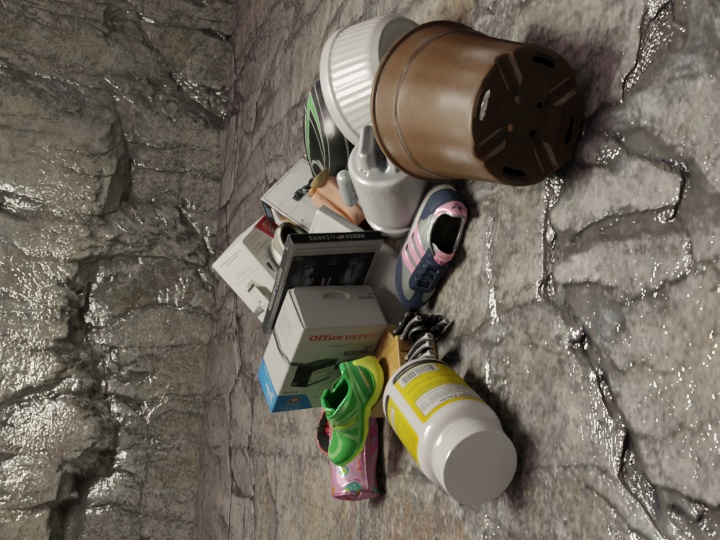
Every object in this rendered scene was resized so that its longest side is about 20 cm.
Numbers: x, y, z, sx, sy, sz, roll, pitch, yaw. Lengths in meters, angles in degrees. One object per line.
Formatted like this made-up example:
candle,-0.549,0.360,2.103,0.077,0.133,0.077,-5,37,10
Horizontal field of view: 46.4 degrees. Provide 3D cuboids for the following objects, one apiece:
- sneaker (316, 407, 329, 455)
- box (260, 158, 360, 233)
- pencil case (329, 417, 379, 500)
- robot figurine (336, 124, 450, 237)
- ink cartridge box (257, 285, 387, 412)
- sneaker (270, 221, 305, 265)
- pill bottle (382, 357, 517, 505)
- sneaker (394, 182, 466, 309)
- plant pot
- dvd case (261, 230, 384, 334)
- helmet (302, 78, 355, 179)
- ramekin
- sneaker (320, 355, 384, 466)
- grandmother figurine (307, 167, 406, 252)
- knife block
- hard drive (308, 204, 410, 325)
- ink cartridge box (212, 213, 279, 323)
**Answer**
sneaker,-0.040,0.252,1.529,0.087,0.073,0.202,70,-157,-54
box,-0.066,-0.100,1.491,0.117,0.199,0.060,-47,-24,-20
pencil case,-0.009,0.281,1.409,0.087,0.086,0.203,137,138,-62
robot figurine,0.048,-0.127,1.242,0.201,0.167,0.114,66,-152,-51
ink cartridge box,-0.062,0.123,1.310,0.084,0.143,0.201,65,145,39
sneaker,-0.078,-0.005,1.427,0.200,0.074,0.080,40,153,15
pill bottle,0.108,0.197,1.046,0.200,0.113,0.116,-134,53,-66
sneaker,0.100,-0.020,1.209,0.082,0.069,0.202,-115,34,-58
plant pot,0.140,-0.189,0.985,0.198,0.198,0.203,31,113,62
dvd case,-0.060,0.020,1.282,0.025,0.149,0.201,64,147,38
helmet,-0.009,-0.248,1.428,0.200,0.197,0.193,-129,38,-64
ramekin,0.044,-0.288,1.276,0.104,0.199,0.203,-11,71,43
sneaker,-0.025,0.211,1.283,0.074,0.083,0.202,-116,35,-55
grandmother figurine,0.002,-0.077,1.369,0.061,0.200,0.121,-48,-4,-12
knife block,0.074,0.153,1.236,0.176,0.063,0.203,-137,56,-68
hard drive,0.000,0.000,1.336,0.026,0.199,0.133,-47,-15,-48
ink cartridge box,-0.152,0.017,1.522,0.083,0.200,0.147,-35,12,25
